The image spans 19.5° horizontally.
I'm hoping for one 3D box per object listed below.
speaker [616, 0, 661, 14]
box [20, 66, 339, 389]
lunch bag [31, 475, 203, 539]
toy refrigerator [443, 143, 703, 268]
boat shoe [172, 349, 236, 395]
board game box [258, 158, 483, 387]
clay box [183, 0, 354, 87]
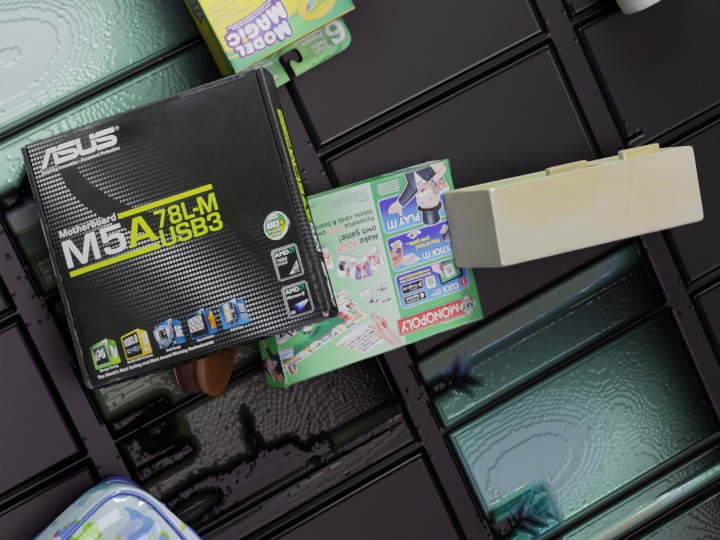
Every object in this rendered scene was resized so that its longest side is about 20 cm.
[{"bbox_3d":[0.200,-0.312,1.716,0.081,0.081,0.201,-37,102,-14],"label":"speaker"},{"bbox_3d":[-0.135,-0.030,1.569,0.199,0.048,0.195,-16,86,10],"label":"box"},{"bbox_3d":[-0.170,0.269,1.610,0.161,0.082,0.200,-45,105,-11],"label":"lunch bag"},{"bbox_3d":[0.173,-0.055,1.703,0.199,0.076,0.071,-12,95,-26],"label":"toy refrigerator"},{"bbox_3d":[-0.132,-0.005,1.628,0.070,0.070,0.202,2,88,19],"label":"boat shoe"},{"bbox_3d":[0.000,0.000,1.660,0.199,0.029,0.136,-17,99,-33],"label":"board game box"},{"bbox_3d":[-0.088,-0.243,1.638,0.114,0.048,0.201,-31,100,-15],"label":"clay box"}]
